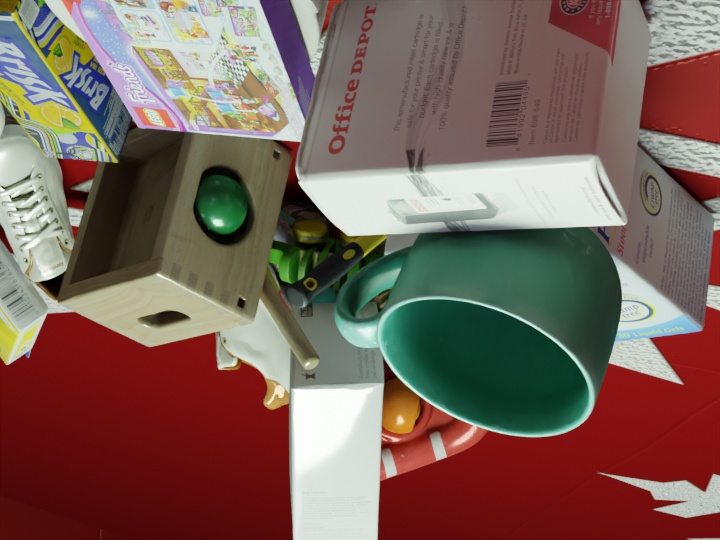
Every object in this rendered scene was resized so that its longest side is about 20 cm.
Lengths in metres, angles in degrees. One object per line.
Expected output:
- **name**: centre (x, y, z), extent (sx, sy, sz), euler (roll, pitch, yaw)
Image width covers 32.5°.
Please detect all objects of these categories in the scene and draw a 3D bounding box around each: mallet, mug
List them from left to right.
- **mallet**: centre (-0.006, -0.026, 0.976), extent (0.066, 0.199, 0.041), euler (51, 127, 9)
- **mug**: centre (0.086, 0.015, 0.838), extent (0.183, 0.115, 0.153), euler (27, 148, 0)

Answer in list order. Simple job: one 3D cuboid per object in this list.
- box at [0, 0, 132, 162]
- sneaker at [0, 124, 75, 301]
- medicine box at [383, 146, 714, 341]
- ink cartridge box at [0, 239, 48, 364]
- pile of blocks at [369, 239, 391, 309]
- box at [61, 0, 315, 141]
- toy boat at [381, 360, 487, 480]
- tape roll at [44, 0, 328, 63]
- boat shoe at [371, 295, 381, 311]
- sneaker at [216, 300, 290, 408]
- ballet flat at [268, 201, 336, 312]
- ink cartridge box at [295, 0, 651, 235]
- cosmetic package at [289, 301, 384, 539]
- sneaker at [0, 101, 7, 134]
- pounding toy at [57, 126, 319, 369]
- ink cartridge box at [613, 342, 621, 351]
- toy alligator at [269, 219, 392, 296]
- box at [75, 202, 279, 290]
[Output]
- **box**: centre (-0.236, -0.158, 0.918), extent (0.069, 0.065, 0.201), euler (6, 156, 14)
- **sneaker**: centre (-0.294, -0.047, 1.136), extent (0.072, 0.085, 0.201), euler (-25, 146, -12)
- **medicine box**: centre (0.151, -0.025, 0.979), extent (0.180, 0.105, 0.199), euler (-11, 148, 43)
- **ink cartridge box**: centre (-0.398, -0.002, 1.252), extent (0.199, 0.047, 0.200), euler (52, 150, 2)
- **pile of blocks**: centre (0.069, 0.021, 1.114), extent (0.200, 0.062, 0.082), euler (44, 113, -8)
- **box**: centre (-0.109, -0.154, 0.800), extent (0.134, 0.040, 0.201), euler (6, 157, 12)
- **toy boat**: centre (0.039, 0.129, 1.196), extent (0.197, 0.133, 0.131), euler (-19, 176, -3)
- **tape roll**: centre (-0.118, -0.189, 0.824), extent (0.199, 0.038, 0.203), euler (11, 157, 5)
- **boat shoe**: centre (0.034, 0.031, 1.220), extent (0.072, 0.064, 0.201), euler (18, 157, -14)
- **sneaker**: centre (-0.118, 0.038, 1.149), extent (0.201, 0.084, 0.073), euler (53, 177, 11)
- **ballet flat**: centre (-0.059, -0.012, 1.186), extent (0.071, 0.073, 0.201), euler (9, 157, 6)
- **ink cartridge box**: centre (0.071, -0.105, 0.778), extent (0.197, 0.148, 0.085), euler (0, 154, 28)
- **cosmetic package**: centre (-0.022, 0.139, 1.074), extent (0.080, 0.114, 0.203), euler (0, 128, -4)
- **sneaker**: centre (-0.327, -0.151, 0.963), extent (0.075, 0.082, 0.201), euler (9, 156, 12)
- **pounding toy**: centre (-0.130, -0.018, 1.031), extent (0.141, 0.187, 0.198), euler (29, 152, -36)
- **ink cartridge box**: centre (0.211, 0.051, 1.214), extent (0.093, 0.038, 0.200), euler (14, 160, -1)
- **toy alligator**: centre (0.000, 0.000, 1.054), extent (0.196, 0.054, 0.060), euler (8, 113, 7)
- **box**: centre (-0.177, -0.021, 1.226), extent (0.198, 0.051, 0.075), euler (23, 155, -22)
